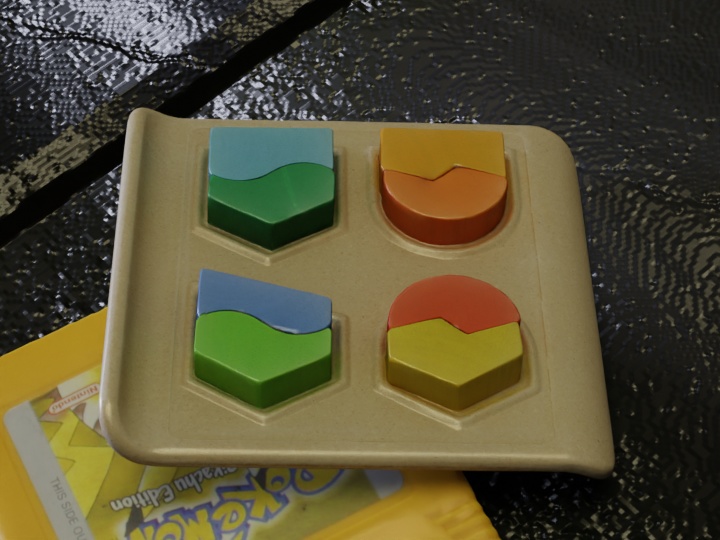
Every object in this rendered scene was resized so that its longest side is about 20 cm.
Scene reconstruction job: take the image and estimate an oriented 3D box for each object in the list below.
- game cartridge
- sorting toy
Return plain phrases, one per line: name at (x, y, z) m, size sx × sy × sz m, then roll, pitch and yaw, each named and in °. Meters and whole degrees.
game cartridge at (-0.056, 0.088, 0.737) m, size 0.175 × 0.033 × 0.200 m, roll -25°, pitch 53°, yaw -11°
sorting toy at (0.000, 0.000, 0.758) m, size 0.198 × 0.037 × 0.186 m, roll 4°, pitch 47°, yaw -6°
